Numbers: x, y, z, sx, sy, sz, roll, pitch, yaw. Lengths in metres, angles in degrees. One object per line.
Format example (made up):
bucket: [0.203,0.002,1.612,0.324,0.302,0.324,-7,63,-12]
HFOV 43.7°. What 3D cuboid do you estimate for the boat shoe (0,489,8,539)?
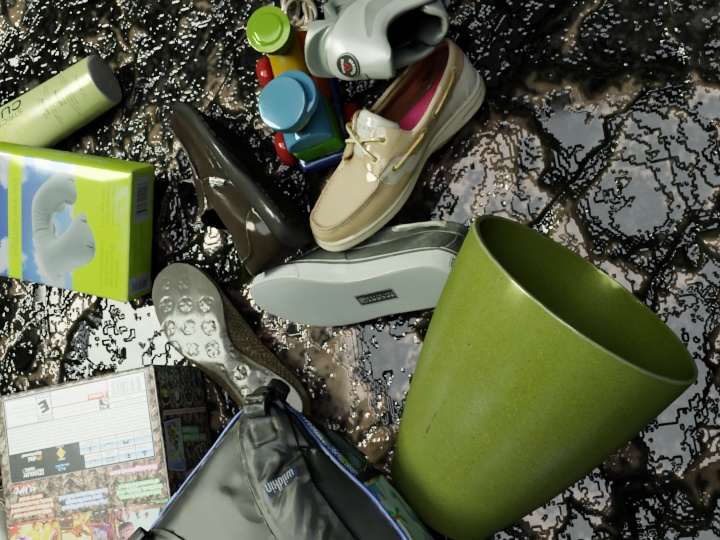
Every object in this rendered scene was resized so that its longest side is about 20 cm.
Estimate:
boat shoe: [-0.341,0.307,0.824,0.066,0.057,0.203,-1,83,16]

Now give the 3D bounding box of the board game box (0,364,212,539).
board game box: [-0.212,0.195,0.778,0.157,0.097,0.203,-12,80,15]

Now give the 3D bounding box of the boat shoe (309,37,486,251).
boat shoe: [0.020,-0.108,0.737,0.073,0.069,0.201,30,77,41]

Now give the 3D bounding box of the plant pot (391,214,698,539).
plant pot: [0.109,0.095,0.666,0.187,0.187,0.201,39,111,17]

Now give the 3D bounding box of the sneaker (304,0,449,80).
sneaker: [0.044,-0.214,0.728,0.088,0.075,0.201,18,56,27]

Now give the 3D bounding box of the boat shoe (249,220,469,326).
boat shoe: [0.000,0.000,0.760,0.197,0.071,0.064,-7,49,24]

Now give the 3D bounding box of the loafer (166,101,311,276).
loafer: [-0.122,-0.073,0.780,0.071,0.073,0.200,-47,55,11]

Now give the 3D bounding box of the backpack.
backpack: [-0.037,0.218,0.648,0.199,0.147,0.184,39,88,26]

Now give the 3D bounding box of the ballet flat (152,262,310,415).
ballet flat: [-0.113,0.070,0.796,0.200,0.046,0.068,42,93,21]

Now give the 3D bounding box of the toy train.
toy train: [-0.064,-0.195,0.770,0.084,0.116,0.203,-17,79,13]

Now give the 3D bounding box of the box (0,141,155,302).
box: [-0.290,-0.050,0.842,0.197,0.048,0.124,10,105,17]

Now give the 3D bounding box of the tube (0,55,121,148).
tube: [-0.326,-0.139,0.879,0.198,0.052,0.059,-25,48,17]
